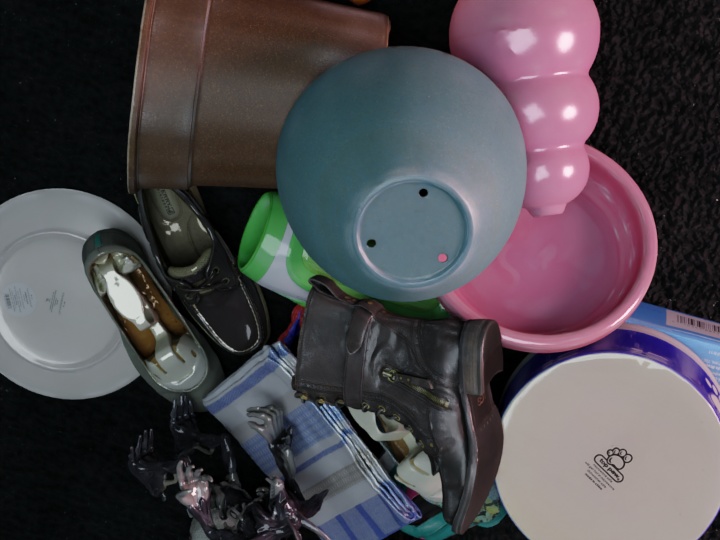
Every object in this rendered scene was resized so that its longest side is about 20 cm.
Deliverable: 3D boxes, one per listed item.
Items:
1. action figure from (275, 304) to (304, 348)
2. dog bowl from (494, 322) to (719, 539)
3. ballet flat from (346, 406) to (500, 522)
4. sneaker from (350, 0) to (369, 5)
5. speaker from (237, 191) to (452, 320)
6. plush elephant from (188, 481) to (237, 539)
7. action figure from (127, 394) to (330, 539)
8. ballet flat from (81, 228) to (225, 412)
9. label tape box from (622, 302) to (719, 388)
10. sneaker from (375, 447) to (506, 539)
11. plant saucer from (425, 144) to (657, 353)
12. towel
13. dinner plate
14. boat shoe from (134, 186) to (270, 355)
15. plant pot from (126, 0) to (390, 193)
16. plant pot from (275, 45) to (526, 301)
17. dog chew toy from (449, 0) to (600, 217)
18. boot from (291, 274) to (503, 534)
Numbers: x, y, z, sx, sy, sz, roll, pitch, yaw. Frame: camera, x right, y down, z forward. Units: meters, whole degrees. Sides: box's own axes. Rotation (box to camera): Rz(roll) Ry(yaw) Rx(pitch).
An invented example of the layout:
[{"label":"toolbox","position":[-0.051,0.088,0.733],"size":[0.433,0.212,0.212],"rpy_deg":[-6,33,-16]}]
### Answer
[{"label":"action figure","position":[-0.048,0.103,1.741],"size":[0.065,0.099,0.200],"rpy_deg":[8,104,23]},{"label":"dog bowl","position":[0.211,0.149,1.663],"size":[0.200,0.079,0.200],"rpy_deg":[2,107,8]},{"label":"ballet flat","position":[0.038,0.143,1.683],"size":[0.074,0.074,0.200],"rpy_deg":[-43,82,16]},{"label":"sneaker","position":[0.045,-0.304,1.628],"size":[0.077,0.073,0.200],"rpy_deg":[24,111,-10]},{"label":"speaker","position":[0.000,0.000,1.689],"size":[0.200,0.088,0.089],"rpy_deg":[20,108,-16]},{"label":"plush elephant","position":[-0.117,0.279,1.773],"size":[0.200,0.165,0.155],"rpy_deg":[-42,112,-12]},{"label":"action figure","position":[-0.110,0.177,1.684],"size":[0.200,0.119,0.102],"rpy_deg":[23,136,38]},{"label":"ballet flat","position":[-0.184,0.054,1.747],"size":[0.067,0.064,0.200],"rpy_deg":[-30,109,4]},{"label":"label tape box","position":[0.241,0.131,1.728],"size":[0.143,0.066,0.200],"rpy_deg":[15,110,4]},{"label":"sneaker","position":[0.090,0.166,1.746],"size":[0.121,0.084,0.200],"rpy_deg":[38,115,1]},{"label":"plant saucer","position":[0.146,-0.019,1.660],"size":[0.200,0.051,0.201],"rpy_deg":[1,65,-2]},{"label":"towel","position":[-0.047,0.161,1.723],"size":[0.200,0.024,0.147],"rpy_deg":[51,142,-2]},{"label":"dinner plate","position":[-0.270,0.025,1.789],"size":[0.200,0.024,0.201],"rpy_deg":[2,106,8]},{"label":"boat shoe","position":[-0.147,-0.006,1.740],"size":[0.073,0.065,0.200],"rpy_deg":[-29,101,13]},{"label":"plant pot","position":[-0.082,-0.150,1.636],"size":[0.198,0.200,0.201],"rpy_deg":[7,107,-3]},{"label":"plant pot","position":[0.035,-0.055,1.516],"size":[0.200,0.135,0.200],"rpy_deg":[-1,115,-2]},{"label":"dog chew toy","position":[0.141,-0.144,1.619],"size":[0.124,0.125,0.200],"rpy_deg":[-8,91,10]},{"label":"boot","position":[0.026,0.109,1.625],"size":[0.174,0.069,0.200],"rpy_deg":[7,104,21]}]
